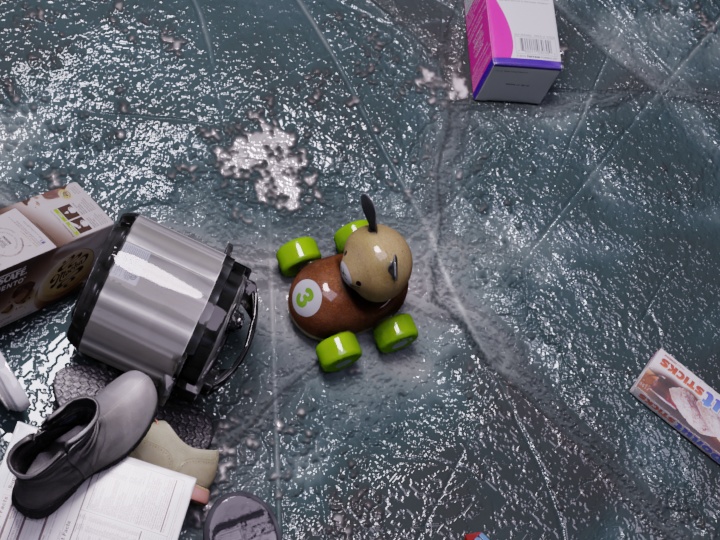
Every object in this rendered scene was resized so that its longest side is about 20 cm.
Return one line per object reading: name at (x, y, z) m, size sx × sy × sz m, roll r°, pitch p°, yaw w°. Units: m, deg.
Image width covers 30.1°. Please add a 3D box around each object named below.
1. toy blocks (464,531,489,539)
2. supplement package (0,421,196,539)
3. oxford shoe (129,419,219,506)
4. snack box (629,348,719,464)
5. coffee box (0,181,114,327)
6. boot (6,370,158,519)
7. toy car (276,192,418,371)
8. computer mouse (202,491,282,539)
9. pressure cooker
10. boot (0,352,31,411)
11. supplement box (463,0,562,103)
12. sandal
toy blocks at (0.133, 0.381, 1.527) m, size 0.137 × 0.100 × 0.199 m, roll 44°, pitch 51°, yaw 17°
supplement package at (-0.297, 0.282, 1.431) m, size 0.198 × 0.152 × 0.152 m, roll 18°, pitch 61°, yaw -5°
oxford shoe at (-0.253, 0.199, 1.508) m, size 0.199 × 0.071 × 0.075 m, roll 27°, pitch 71°, yaw -22°
snack box at (0.447, 0.191, 1.731) m, size 0.199 × 0.024 × 0.072 m, roll 39°, pitch 62°, yaw 5°
coffee box at (-0.390, -0.010, 1.520) m, size 0.080 × 0.114 × 0.199 m, roll 43°, pitch 41°, yaw 16°
boot at (-0.269, 0.157, 1.339) m, size 0.069 × 0.132 × 0.200 m, roll 35°, pitch 58°, yaw 7°
toy car at (0.000, 0.000, 1.605) m, size 0.156 × 0.200 × 0.166 m, roll -17°, pitch 71°, yaw -20°
computer mouse at (-0.127, 0.351, 1.506) m, size 0.137 × 0.053 × 0.202 m, roll -11°, pitch 80°, yaw -17°
pressure cooker at (-0.218, 0.049, 1.537) m, size 0.198 × 0.179 × 0.177 m, roll 24°, pitch 104°, yaw -6°
boot at (-0.465, 0.103, 1.523) m, size 0.095 × 0.074 × 0.200 m, roll -36°, pitch 71°, yaw -19°
supplement box at (0.209, -0.346, 1.868) m, size 0.100 × 0.104 × 0.202 m, roll 2°, pitch 67°, yaw -12°
sandal at (-0.268, 0.170, 1.557) m, size 0.198 × 0.045 × 0.076 m, roll 23°, pitch 67°, yaw -19°
